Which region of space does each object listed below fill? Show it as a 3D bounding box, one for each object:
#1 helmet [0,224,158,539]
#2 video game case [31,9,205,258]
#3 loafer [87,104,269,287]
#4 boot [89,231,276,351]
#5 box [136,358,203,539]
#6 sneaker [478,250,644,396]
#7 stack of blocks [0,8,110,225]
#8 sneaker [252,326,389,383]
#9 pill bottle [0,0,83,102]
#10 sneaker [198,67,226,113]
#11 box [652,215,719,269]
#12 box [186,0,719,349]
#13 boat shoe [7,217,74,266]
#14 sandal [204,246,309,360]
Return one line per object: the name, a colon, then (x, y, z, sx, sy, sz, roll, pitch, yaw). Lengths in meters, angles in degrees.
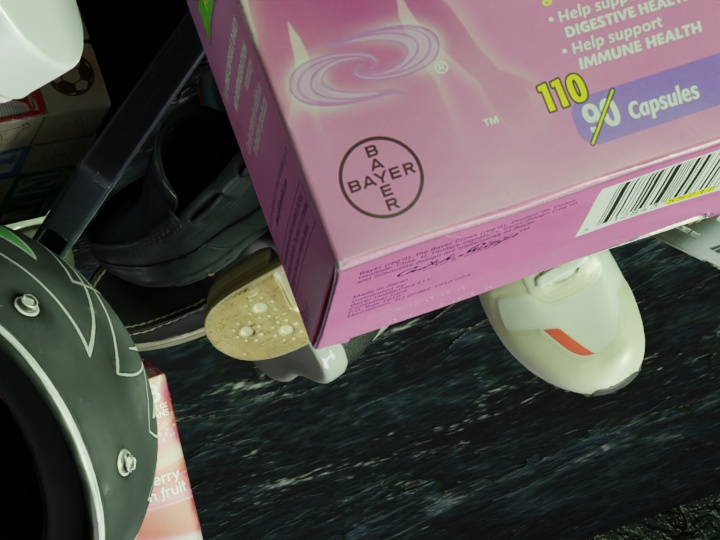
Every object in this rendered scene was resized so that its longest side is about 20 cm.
helmet: (-0.179, 0.068, 0.898, 0.189, 0.201, 0.200, -20, 166, -23)
video game case: (-0.110, -0.048, 0.996, 0.143, 0.019, 0.200, -59, -173, -33)
loafer: (-0.064, -0.043, 0.997, 0.070, 0.068, 0.200, 38, 147, -25)
boot: (-0.064, -0.032, 1.163, 0.199, 0.074, 0.151, -24, 165, 2)
box: (-0.190, 0.117, 1.148, 0.198, 0.101, 0.095, -15, -169, -17)
sneaker: (0.075, -0.031, 1.128, 0.070, 0.201, 0.093, -27, 159, 2)
stack of blocks: (-0.192, -0.043, 0.980, 0.114, 0.059, 0.200, -13, 163, -27)
sneaker: (-0.013, 0.008, 1.308, 0.112, 0.073, 0.200, -35, -163, -14)
pill bottle: (-0.202, -0.065, 0.798, 0.199, 0.113, 0.112, -26, 164, 14)
sneaker: (0.012, -0.106, 1.010, 0.199, 0.075, 0.084, -31, 165, 29)
box: (0.135, -0.071, 1.115, 0.048, 0.159, 0.200, -47, 155, 11)
box: (0.034, -0.101, 0.820, 0.175, 0.201, 0.097, -17, 164, -12)
boat shoe: (-0.185, 0.026, 1.222, 0.072, 0.061, 0.202, -17, 164, -17)
sandal: (0.004, 0.003, 1.086, 0.077, 0.070, 0.211, 34, 128, -30)
